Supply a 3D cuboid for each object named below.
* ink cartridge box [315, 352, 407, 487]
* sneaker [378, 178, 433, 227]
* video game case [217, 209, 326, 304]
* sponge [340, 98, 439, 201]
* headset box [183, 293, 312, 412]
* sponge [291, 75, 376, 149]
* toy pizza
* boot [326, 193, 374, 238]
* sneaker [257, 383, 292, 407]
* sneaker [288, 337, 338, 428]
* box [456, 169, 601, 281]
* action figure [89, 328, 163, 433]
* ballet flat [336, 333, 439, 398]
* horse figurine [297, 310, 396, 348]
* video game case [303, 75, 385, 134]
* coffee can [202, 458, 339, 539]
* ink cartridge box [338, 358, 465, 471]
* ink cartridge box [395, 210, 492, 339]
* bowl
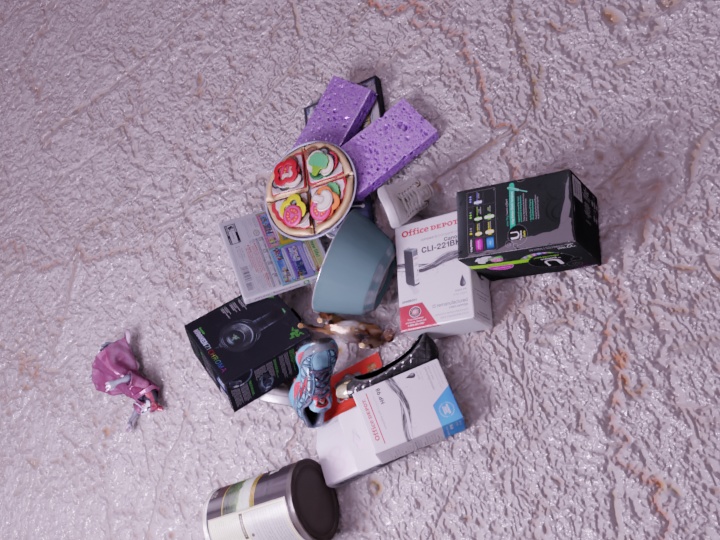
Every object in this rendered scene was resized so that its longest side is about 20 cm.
[{"bbox_3d":[-0.012,0.267,1.574,0.162,0.057,0.201,-30,65,21],"label":"ink cartridge box"},{"bbox_3d":[0.084,-0.133,1.557,0.084,0.200,0.073,-21,102,14],"label":"sneaker"},{"bbox_3d":[-0.169,-0.042,1.725,0.181,0.022,0.201,-18,55,-10],"label":"video game case"},{"bbox_3d":[0.040,-0.233,1.677,0.200,0.030,0.112,-38,61,-4],"label":"sponge"},{"bbox_3d":[-0.202,0.138,1.659,0.199,0.093,0.174,-28,51,-19],"label":"headset box"},{"bbox_3d":[-0.058,-0.287,1.754,0.111,0.030,0.201,30,92,36],"label":"sponge"},{"bbox_3d":[-0.101,-0.156,1.664,0.199,0.032,0.201,-7,73,23],"label":"toy pizza"},{"bbox_3d":[-0.071,-0.102,1.701,0.199,0.073,0.091,-15,70,14],"label":"boot"},{"bbox_3d":[-0.194,0.203,1.693,0.199,0.073,0.085,18,87,37],"label":"sneaker"},{"bbox_3d":[-0.071,0.204,1.553,0.201,0.079,0.096,103,151,-43],"label":"sneaker"},{"bbox_3d":[0.276,-0.069,1.437,0.199,0.148,0.125,-10,70,30],"label":"box"},{"bbox_3d":[-0.486,0.245,1.873,0.199,0.134,0.149,29,48,23],"label":"action figure"},{"bbox_3d":[0.043,0.170,1.529,0.199,0.066,0.057,-27,100,9],"label":"ballet flat"},{"bbox_3d":[-0.018,0.108,1.597,0.199,0.132,0.050,13,92,24],"label":"horse figurine"},{"bbox_3d":[-0.029,-0.276,1.774,0.180,0.025,0.201,-19,65,27],"label":"video game case"},{"bbox_3d":[-0.159,0.433,1.552,0.199,0.146,0.147,-23,63,24],"label":"coffee can"},{"bbox_3d":[0.064,0.247,1.476,0.199,0.067,0.116,-23,62,-1],"label":"ink cartridge box"},{"bbox_3d":[0.145,0.009,1.535,0.144,0.084,0.201,-14,66,29],"label":"ink cartridge box"},{"bbox_3d":[0.000,0.000,1.582,0.105,0.201,0.202,22,87,10],"label":"bowl"}]
